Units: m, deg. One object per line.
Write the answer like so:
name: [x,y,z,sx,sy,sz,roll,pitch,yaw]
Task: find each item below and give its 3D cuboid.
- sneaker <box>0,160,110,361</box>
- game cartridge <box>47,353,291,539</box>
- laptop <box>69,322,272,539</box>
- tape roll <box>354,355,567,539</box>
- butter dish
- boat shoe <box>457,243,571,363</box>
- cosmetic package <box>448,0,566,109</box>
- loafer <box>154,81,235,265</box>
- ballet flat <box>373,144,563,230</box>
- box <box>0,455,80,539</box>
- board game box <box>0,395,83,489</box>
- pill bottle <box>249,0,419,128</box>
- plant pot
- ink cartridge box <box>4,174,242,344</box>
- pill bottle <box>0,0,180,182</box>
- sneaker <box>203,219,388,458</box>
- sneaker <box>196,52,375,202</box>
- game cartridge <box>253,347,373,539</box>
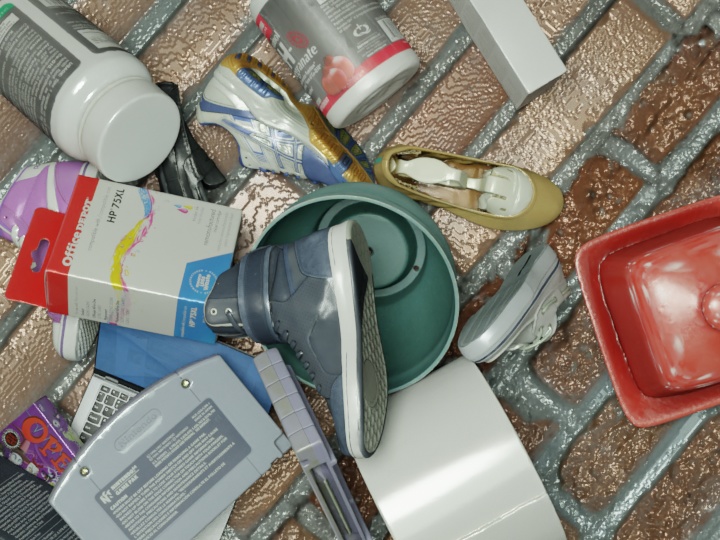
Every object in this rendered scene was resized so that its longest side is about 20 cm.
sneaker: [-0.315,-0.010,1.131,0.113,0.073,0.202,1,77,4]
game cartridge: [-0.176,0.177,1.027,0.200,0.042,0.133,-40,95,-14]
laptop: [-0.196,0.156,1.093,0.186,0.116,0.201,22,81,2]
tape roll: [0.087,0.199,1.051,0.138,0.203,0.204,-28,88,-2]
butter dish: [0.332,0.036,1.084,0.198,0.148,0.201,-18,87,0]
boat shoe: [0.160,0.041,1.072,0.067,0.200,0.073,51,131,-5]
cosmetic package: [0.130,-0.266,1.132,0.050,0.083,0.201,-31,88,-4]
loafer: [-0.171,-0.092,1.134,0.070,0.068,0.202,-10,92,-8]
ballet flat: [0.110,-0.083,1.132,0.198,0.063,0.069,10,85,0]
box: [-0.339,0.283,1.064,0.199,0.107,0.149,28,109,7]
board game box: [-0.293,0.237,1.111,0.120,0.032,0.200,-38,90,18]
pill bottle: [-0.040,-0.251,1.116,0.110,0.111,0.201,-37,87,-2]
plant pot: [0.000,0.000,1.073,0.198,0.134,0.202,4,115,8]
ink cartridge box: [-0.218,-0.014,1.042,0.198,0.067,0.117,12,53,-6]
pill bottle: [-0.271,-0.177,1.078,0.200,0.113,0.113,40,88,27]
sneaker: [-0.057,0.069,0.959,0.145,0.077,0.204,-13,68,15]
sneaker: [-0.076,-0.128,1.141,0.200,0.075,0.088,41,113,-3]
game cartridge: [-0.039,0.175,1.040,0.038,0.201,0.130,-22,44,-3]
